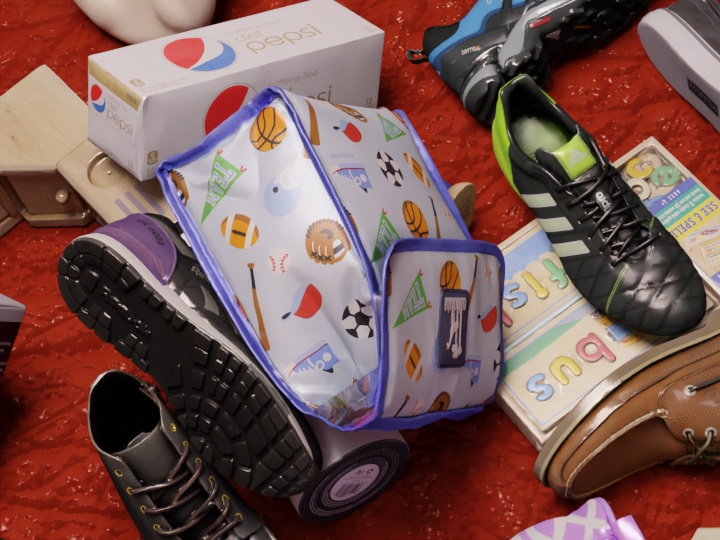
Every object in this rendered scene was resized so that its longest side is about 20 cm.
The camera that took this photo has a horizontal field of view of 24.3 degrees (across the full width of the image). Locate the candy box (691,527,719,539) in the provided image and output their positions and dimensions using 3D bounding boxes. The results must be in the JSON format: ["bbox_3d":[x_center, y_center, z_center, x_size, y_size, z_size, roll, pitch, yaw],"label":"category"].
[{"bbox_3d":[0.173,0.228,0.918,0.026,0.102,0.200,38,70,-9],"label":"candy box"}]

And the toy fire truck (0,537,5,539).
[{"bbox_3d":[-0.291,0.265,0.971,0.200,0.176,0.129,-49,54,31],"label":"toy fire truck"}]

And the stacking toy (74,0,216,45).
[{"bbox_3d":[-0.126,-0.272,1.261,0.146,0.146,0.200,22,48,21],"label":"stacking toy"}]

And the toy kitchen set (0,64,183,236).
[{"bbox_3d":[-0.242,-0.033,1.104,0.200,0.163,0.180,-40,62,-12],"label":"toy kitchen set"}]

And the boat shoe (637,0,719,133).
[{"bbox_3d":[0.267,-0.117,1.116,0.066,0.070,0.200,-32,53,-6],"label":"boat shoe"}]

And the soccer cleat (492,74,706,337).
[{"bbox_3d":[0.144,-0.040,1.053,0.067,0.081,0.200,-32,60,-8],"label":"soccer cleat"}]

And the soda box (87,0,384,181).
[{"bbox_3d":[-0.081,-0.124,1.117,0.200,0.064,0.068,-21,42,-34],"label":"soda box"}]

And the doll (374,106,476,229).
[{"bbox_3d":[-0.019,-0.069,1.149,0.200,0.049,0.137,26,60,25],"label":"doll"}]

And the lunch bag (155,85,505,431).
[{"bbox_3d":[0.000,0.000,0.999,0.124,0.170,0.200,-33,74,25],"label":"lunch bag"}]

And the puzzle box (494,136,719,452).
[{"bbox_3d":[0.155,0.014,1.082,0.200,0.025,0.133,-36,61,-10],"label":"puzzle box"}]

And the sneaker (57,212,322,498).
[{"bbox_3d":[-0.082,0.041,0.996,0.200,0.076,0.088,48,38,6],"label":"sneaker"}]

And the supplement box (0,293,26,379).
[{"bbox_3d":[-0.300,0.094,1.054,0.109,0.061,0.200,23,96,22],"label":"supplement box"}]

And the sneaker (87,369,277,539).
[{"bbox_3d":[-0.103,0.153,1.004,0.075,0.106,0.200,-38,61,-12],"label":"sneaker"}]

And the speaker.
[{"bbox_3d":[-0.052,0.058,1.065,0.081,0.081,0.200,-31,61,-7],"label":"speaker"}]

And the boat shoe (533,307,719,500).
[{"bbox_3d":[0.199,0.082,1.008,0.200,0.072,0.068,-34,59,-9],"label":"boat shoe"}]

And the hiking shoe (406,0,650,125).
[{"bbox_3d":[0.131,-0.194,1.176,0.200,0.074,0.087,-38,62,-11],"label":"hiking shoe"}]

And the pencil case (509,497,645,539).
[{"bbox_3d":[0.068,0.201,0.959,0.200,0.086,0.084,-25,55,-5],"label":"pencil case"}]
